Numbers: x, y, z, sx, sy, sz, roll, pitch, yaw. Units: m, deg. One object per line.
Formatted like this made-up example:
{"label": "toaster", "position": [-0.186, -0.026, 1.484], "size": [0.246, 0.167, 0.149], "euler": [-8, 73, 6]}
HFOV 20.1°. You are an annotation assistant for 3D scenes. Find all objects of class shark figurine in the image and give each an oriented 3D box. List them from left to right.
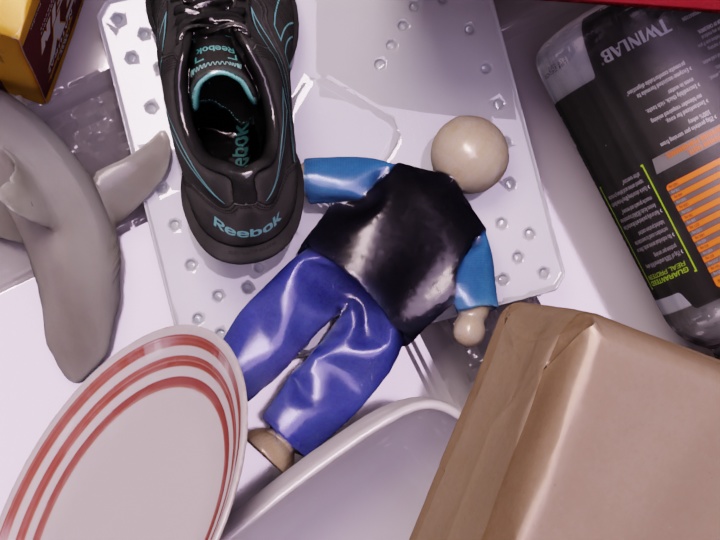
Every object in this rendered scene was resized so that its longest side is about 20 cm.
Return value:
{"label": "shark figurine", "position": [-0.184, -0.051, 0.989], "size": [0.214, 0.090, 0.128], "euler": [42, 106, -5]}

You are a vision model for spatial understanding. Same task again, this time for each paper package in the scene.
{"label": "paper package", "position": [0.133, 0.131, 0.930], "size": [0.200, 0.103, 0.191], "euler": [21, 91, -21]}

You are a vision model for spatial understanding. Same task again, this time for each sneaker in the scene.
{"label": "sneaker", "position": [-0.062, -0.106, 0.981], "size": [0.075, 0.079, 0.200], "euler": [-11, 68, -3]}

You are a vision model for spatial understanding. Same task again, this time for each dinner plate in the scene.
{"label": "dinner plate", "position": [-0.114, 0.119, 0.957], "size": [0.024, 0.200, 0.200], "euler": [32, 84, -30]}

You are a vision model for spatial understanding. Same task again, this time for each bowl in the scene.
{"label": "bowl", "position": [0.008, 0.174, 0.991], "size": [0.200, 0.075, 0.200], "euler": [-37, 107, -6]}

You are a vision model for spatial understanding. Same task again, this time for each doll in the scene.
{"label": "doll", "position": [0.000, 0.000, 1.006], "size": [0.136, 0.048, 0.200], "euler": [42, 84, 5]}

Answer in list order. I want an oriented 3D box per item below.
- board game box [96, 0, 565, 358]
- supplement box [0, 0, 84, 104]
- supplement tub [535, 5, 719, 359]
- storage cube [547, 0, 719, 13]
{"label": "board game box", "position": [-0.015, -0.063, 1.047], "size": [0.200, 0.026, 0.200], "euler": [-14, 87, -5]}
{"label": "supplement box", "position": [-0.226, -0.183, 0.954], "size": [0.200, 0.197, 0.133], "euler": [18, 85, -4]}
{"label": "supplement tub", "position": [0.182, -0.049, 1.013], "size": [0.122, 0.123, 0.200], "euler": [-27, 89, -6]}
{"label": "storage cube", "position": [0.095, -0.228, 0.925], "size": [0.179, 0.200, 0.171], "euler": [5, 115, 4]}
